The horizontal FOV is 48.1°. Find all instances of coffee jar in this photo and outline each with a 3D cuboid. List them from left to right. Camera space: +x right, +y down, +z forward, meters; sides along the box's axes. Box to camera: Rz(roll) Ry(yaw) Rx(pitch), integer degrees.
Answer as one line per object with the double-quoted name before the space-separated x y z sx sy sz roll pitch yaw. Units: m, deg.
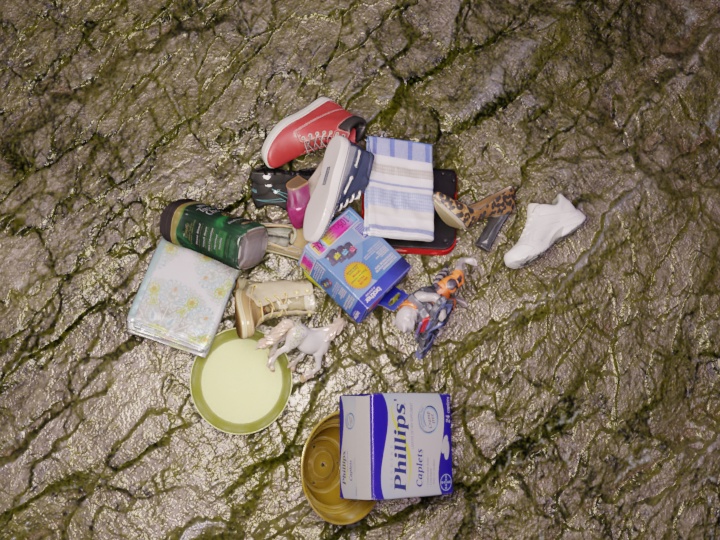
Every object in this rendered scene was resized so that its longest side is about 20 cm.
"coffee jar" -0.280 -0.072 1.532 0.197 0.104 0.087 19 109 22

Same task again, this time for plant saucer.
"plant saucer" -0.229 0.213 1.557 0.195 0.031 0.205 1 80 -4

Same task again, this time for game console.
"game console" 0.100 -0.123 1.641 0.195 0.031 0.181 3 75 -5

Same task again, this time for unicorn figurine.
"unicorn figurine" -0.100 0.136 1.517 0.074 0.199 0.138 41 101 27

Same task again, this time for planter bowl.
"planter bowl" -0.050 0.363 1.504 0.197 0.083 0.205 7 79 -37

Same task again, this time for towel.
"towel" -0.340 0.050 1.553 0.168 0.048 0.203 20 69 -2
"towel" 0.076 -0.157 1.548 0.144 0.024 0.204 6 76 -18

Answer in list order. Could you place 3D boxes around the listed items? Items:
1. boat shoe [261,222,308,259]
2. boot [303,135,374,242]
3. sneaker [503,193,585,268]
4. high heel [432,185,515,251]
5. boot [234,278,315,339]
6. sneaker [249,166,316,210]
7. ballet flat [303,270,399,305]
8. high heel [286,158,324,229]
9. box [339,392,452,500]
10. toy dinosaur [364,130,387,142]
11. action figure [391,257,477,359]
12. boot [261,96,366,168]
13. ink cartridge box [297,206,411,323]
"boat shoe" -0.126 -0.059 1.585 0.195 0.076 0.073 2 79 -5
"boot" -0.036 -0.139 1.492 0.089 0.072 0.204 20 88 -35
"sneaker" 0.355 -0.082 1.636 0.198 0.078 0.100 -34 78 -18
"high heel" 0.226 -0.145 1.598 0.199 0.071 0.144 34 82 -37
"boot" -0.159 0.067 1.511 0.152 0.200 0.074 0 108 -7
"sneaker" -0.124 -0.162 1.616 0.196 0.076 0.081 1 109 -10
"ballet flat" -0.018 0.028 1.578 0.196 0.068 0.068 14 37 -4
"high heel" -0.060 -0.158 1.564 0.067 0.097 0.199 31 51 34
"box" 0.066 0.321 1.484 0.197 0.104 0.188 6 79 -37
"toy dinosaur" 0.069 -0.173 1.608 0.100 0.077 0.205 -6 80 6
"action figure" 0.133 0.073 1.558 0.192 0.202 0.105 -28 64 -36
"boot" -0.087 -0.253 1.580 0.199 0.073 0.144 -41 52 -19
"ink cartridge box" 0.000 0.000 1.526 0.200 0.077 0.136 44 62 7
